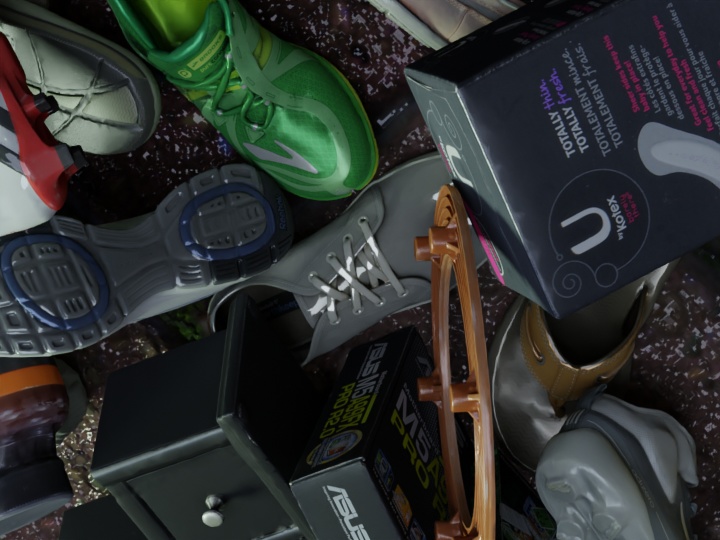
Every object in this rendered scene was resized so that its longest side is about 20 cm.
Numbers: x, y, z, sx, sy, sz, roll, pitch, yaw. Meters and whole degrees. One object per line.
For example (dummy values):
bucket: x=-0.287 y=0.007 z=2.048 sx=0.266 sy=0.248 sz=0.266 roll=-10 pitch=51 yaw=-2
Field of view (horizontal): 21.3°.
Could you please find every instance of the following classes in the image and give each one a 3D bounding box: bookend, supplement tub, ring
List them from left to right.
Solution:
supplement tub: x=-0.222 y=0.043 z=1.023 sx=0.106 sy=0.107 sz=0.201 roll=-27 pitch=81 yaw=20
bookend: x=-0.101 y=0.140 z=1.046 sx=0.198 sy=0.092 sz=0.200 roll=-20 pitch=127 yaw=18
ring: x=0.043 y=0.059 z=0.925 sx=0.019 sy=0.201 sz=0.202 roll=-3 pitch=112 yaw=-3

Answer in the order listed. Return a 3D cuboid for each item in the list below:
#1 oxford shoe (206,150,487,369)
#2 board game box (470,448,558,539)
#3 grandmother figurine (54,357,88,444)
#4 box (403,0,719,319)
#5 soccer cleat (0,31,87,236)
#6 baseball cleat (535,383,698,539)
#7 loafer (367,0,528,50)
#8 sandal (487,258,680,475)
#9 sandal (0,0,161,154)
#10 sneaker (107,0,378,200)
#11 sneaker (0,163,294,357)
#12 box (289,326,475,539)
oxford shoe: x=0.000 y=0.000 z=1.024 sx=0.199 sy=0.058 sz=0.075 roll=-28 pitch=101 yaw=18
board game box: x=0.122 y=0.194 z=1.021 sx=0.023 sy=0.105 sz=0.200 roll=-30 pitch=121 yaw=20
grandmother figurine: x=-0.252 y=0.097 z=1.116 sx=0.199 sy=0.061 sz=0.122 roll=-18 pitch=134 yaw=14
box: x=0.140 y=-0.082 z=0.898 sx=0.199 sy=0.106 sz=0.123 roll=-27 pitch=105 yaw=-7
soccer cleat: x=-0.209 y=-0.108 z=0.934 sx=0.085 sy=0.069 sz=0.201 roll=-27 pitch=88 yaw=2
baseball cleat: x=0.166 y=0.150 z=1.006 sx=0.069 sy=0.107 sz=0.201 roll=-9 pitch=120 yaw=41
loafer: x=0.056 y=-0.134 z=0.961 sx=0.200 sy=0.072 sz=0.063 roll=37 pitch=97 yaw=-12
sandal: x=0.121 y=0.026 z=1.011 sx=0.080 sy=0.054 sz=0.201 roll=25 pitch=114 yaw=1
sandal: x=-0.182 y=-0.125 z=1.006 sx=0.200 sy=0.057 sz=0.080 roll=31 pitch=133 yaw=14
sneaker: x=-0.074 y=-0.107 z=0.980 sx=0.074 sy=0.084 sz=0.200 roll=-40 pitch=100 yaw=22
sneaker: x=-0.132 y=0.006 z=0.993 sx=0.199 sy=0.087 sz=0.075 roll=-14 pitch=79 yaw=-23
box: x=0.039 y=0.153 z=1.022 sx=0.044 sy=0.160 sz=0.201 roll=-20 pitch=106 yaw=19
